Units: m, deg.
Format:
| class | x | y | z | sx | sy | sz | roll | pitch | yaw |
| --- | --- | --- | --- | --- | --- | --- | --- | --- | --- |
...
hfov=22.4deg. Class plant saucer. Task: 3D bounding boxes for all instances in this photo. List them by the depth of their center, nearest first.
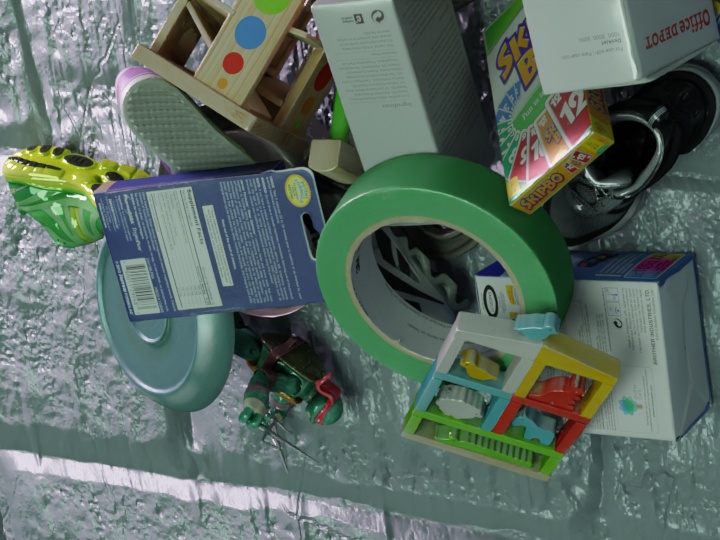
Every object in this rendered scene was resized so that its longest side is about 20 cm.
| class | x | y | z | sx | sy | sz | roll | pitch | yaw |
| --- | --- | --- | --- | --- | --- | --- | --- | --- | --- |
| plant saucer | -0.183 | 0.032 | 1.632 | 0.200 | 0.027 | 0.201 | 18 | 114 | 47 |

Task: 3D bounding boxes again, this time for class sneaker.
| class | x | y | z | sx | sy | sz | roll | pitch | yaw |
| --- | --- | --- | --- | --- | --- | --- | --- | --- | --- |
| sneaker | 0.187 | -0.077 | 1.395 | 0.076 | 0.114 | 0.200 | 49 | 128 | 9 |
| sneaker | 0.000 | 0.000 | 1.524 | 0.200 | 0.089 | 0.074 | 42 | 159 | -16 |
| sneaker | -0.142 | -0.100 | 1.583 | 0.201 | 0.073 | 0.114 | 56 | 175 | -22 |
| sneaker | -0.255 | -0.060 | 1.748 | 0.200 | 0.074 | 0.084 | 22 | 133 | 28 |

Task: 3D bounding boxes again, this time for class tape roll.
| class | x | y | z | sx | sy | sz | roll | pitch | yaw |
| --- | --- | --- | --- | --- | --- | --- | --- | --- | --- |
| tape roll | 0.065 | 0.004 | 1.420 | 0.200 | 0.048 | 0.201 | 14 | 133 | 16 |

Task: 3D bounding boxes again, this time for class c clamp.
| class | x | y | z | sx | sy | sz | roll | pitch | yaw |
| --- | --- | --- | --- | --- | --- | --- | --- | --- | --- |
| c clamp | 0.063 | -0.110 | 1.525 | 0.171 | 0.027 | 0.200 | -20 | 96 | 38 |

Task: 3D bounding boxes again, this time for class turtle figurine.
| class | x | y | z | sx | sy | sz | roll | pitch | yaw |
| --- | --- | --- | --- | --- | --- | --- | --- | --- | --- |
| turtle figurine | -0.084 | 0.101 | 1.669 | 0.200 | 0.150 | 0.101 | 42 | 83 | 17 |

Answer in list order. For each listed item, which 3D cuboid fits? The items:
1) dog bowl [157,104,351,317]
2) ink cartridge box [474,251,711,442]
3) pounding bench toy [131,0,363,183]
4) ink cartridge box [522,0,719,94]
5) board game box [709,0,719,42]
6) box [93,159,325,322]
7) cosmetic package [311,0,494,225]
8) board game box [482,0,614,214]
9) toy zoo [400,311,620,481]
| class | x | y | z | sx | sy | sz | roll | pitch | yaw |
| --- | --- | --- | --- | --- | --- | --- | --- | --- | --- |
| dog bowl | -0.087 | -0.062 | 1.629 | 0.200 | 0.059 | 0.201 | 13 | 115 | 30 |
| ink cartridge box | 0.175 | 0.057 | 1.482 | 0.200 | 0.076 | 0.137 | 1 | 108 | 34 |
| pounding bench toy | -0.049 | -0.182 | 1.485 | 0.200 | 0.124 | 0.156 | 33 | 95 | 19 |
| ink cartridge box | 0.172 | -0.236 | 1.275 | 0.084 | 0.144 | 0.201 | -7 | 103 | 36 |
| board game box | 0.243 | -0.263 | 1.331 | 0.200 | 0.034 | 0.136 | 38 | 125 | 17 |
| box | -0.115 | -0.024 | 1.513 | 0.199 | 0.032 | 0.121 | -5 | 111 | 22 |
| cosmetic package | 0.037 | -0.144 | 1.415 | 0.071 | 0.102 | 0.200 | -2 | 124 | 27 |
| board game box | 0.139 | -0.148 | 1.377 | 0.030 | 0.200 | 0.096 | 23 | 134 | -28 |
| toy zoo | 0.118 | 0.094 | 1.420 | 0.131 | 0.020 | 0.200 | 18 | 144 | -5 |
